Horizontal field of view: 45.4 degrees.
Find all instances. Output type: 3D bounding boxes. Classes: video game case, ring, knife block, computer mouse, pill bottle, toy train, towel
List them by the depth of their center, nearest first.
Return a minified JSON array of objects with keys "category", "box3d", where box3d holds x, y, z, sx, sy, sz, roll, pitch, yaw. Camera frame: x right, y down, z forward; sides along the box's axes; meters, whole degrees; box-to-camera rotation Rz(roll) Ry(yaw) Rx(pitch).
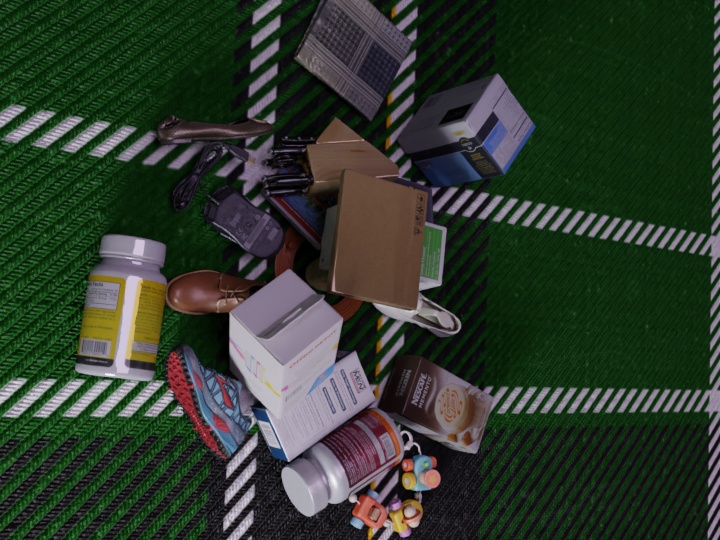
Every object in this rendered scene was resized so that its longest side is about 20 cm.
[{"category":"pill bottle","box3d":[-0.345,0.055,1.259,0.113,0.114,0.203,12,81,-33]},{"category":"computer mouse","box3d":[-0.198,-0.118,1.407,0.199,0.046,0.141,31,83,-19]},{"category":"knife block","box3d":[-0.059,-0.158,1.447,0.199,0.064,0.176,37,68,-4]},{"category":"pill bottle","box3d":[-0.030,0.325,1.465,0.199,0.109,0.111,-26,102,-33]},{"category":"video game case","box3d":[-0.057,-0.151,1.490,0.143,0.017,0.200,44,66,-1]},{"category":"ring","box3d":[-0.061,-0.001,1.515,0.199,0.019,0.203,3,85,-34]},{"category":"toy train","box3d":[0.074,0.401,1.566,0.150,0.055,0.201,47,64,-24]},{"category":"towel","box3d":[-0.014,-0.402,1.566,0.199,0.034,0.194,36,71,-30]}]

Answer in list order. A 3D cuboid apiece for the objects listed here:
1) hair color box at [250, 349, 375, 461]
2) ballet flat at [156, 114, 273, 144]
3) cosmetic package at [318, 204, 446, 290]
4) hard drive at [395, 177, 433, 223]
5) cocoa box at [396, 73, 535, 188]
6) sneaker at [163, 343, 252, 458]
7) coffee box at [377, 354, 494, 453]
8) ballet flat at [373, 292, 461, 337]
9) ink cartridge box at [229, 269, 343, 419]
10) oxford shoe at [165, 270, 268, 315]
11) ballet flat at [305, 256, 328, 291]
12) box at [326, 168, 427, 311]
[{"category":"hair color box","box3d":[-0.078,0.226,1.466,0.199,0.060,0.101,-30,105,-31]},{"category":"ballet flat","box3d":[-0.232,-0.231,1.383,0.198,0.067,0.047,-10,97,-28]},{"category":"cosmetic package","box3d":[0.038,-0.039,1.451,0.198,0.085,0.109,13,76,-28]},{"category":"hard drive","box3d":[0.044,-0.105,1.563,0.198,0.042,0.137,9,71,-31]},{"category":"cocoa box","box3d":[0.194,-0.253,1.593,0.131,0.199,0.134,47,63,-24]},{"category":"sneaker","box3d":[-0.237,0.192,1.361,0.095,0.079,0.202,-41,118,-39]},{"category":"coffee box","box3d":[0.142,0.250,1.605,0.199,0.079,0.115,30,71,-30]},{"category":"ballet flat","box3d":[0.111,0.071,1.601,0.199,0.069,0.070,27,73,-30]},{"category":"ink cartridge box","box3d":[-0.118,0.109,1.342,0.125,0.201,0.128,40,58,20]},{"category":"oxford shoe","box3d":[-0.215,0.036,1.377,0.198,0.071,0.072,1,88,-33]},{"category":"ballet flat","box3d":[0.000,0.000,1.506,0.198,0.070,0.072,0,88,-34]},{"category":"box","box3d":[0.030,-0.048,1.386,0.162,0.021,0.203,13,77,-27]}]
